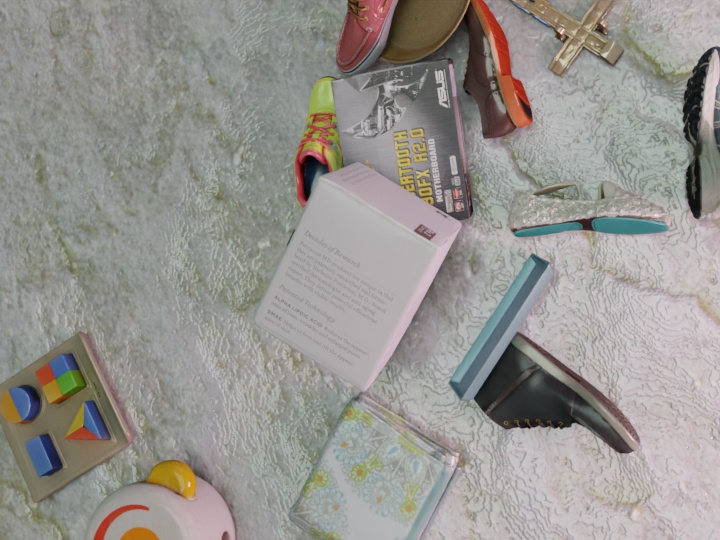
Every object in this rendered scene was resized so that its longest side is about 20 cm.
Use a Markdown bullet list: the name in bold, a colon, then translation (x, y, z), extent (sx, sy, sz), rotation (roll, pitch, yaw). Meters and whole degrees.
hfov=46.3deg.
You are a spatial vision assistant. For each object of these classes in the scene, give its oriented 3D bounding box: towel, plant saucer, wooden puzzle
- **towel**: translation (0.019, 0.285, 1.100), extent (0.170, 0.048, 0.202), rotation (30, 95, 20)
- **plant saucer**: translation (0.178, 0.073, 1.059), extent (0.019, 0.070, 0.202), rotation (32, 96, -12)
- **wooden puzzle**: translation (-0.454, 0.218, 1.245), extent (0.198, 0.046, 0.187), rotation (-33, 78, 12)
- **plant saucer**: translation (0.072, -0.372, 1.112), extent (0.198, 0.035, 0.204), rotation (-2, 87, 37)

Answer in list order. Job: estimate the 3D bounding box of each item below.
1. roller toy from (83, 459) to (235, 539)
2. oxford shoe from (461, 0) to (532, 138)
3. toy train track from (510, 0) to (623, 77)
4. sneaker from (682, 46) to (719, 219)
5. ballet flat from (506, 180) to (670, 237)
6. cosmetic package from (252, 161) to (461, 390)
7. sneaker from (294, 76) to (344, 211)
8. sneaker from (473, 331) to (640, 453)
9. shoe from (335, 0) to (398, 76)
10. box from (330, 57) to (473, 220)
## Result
- **roller toy**: translation (-0.270, 0.371, 1.129), extent (0.199, 0.140, 0.184), rotation (-34, 78, 11)
- **oxford shoe**: translation (0.156, -0.269, 1.087), extent (0.072, 0.071, 0.203), rotation (-23, 73, 28)
- **toy train track**: translation (0.249, -0.329, 1.081), extent (0.199, 0.032, 0.115), rotation (38, 97, 17)
- **sneaker**: translation (0.435, -0.163, 1.002), extent (0.085, 0.078, 0.204), rotation (-1, 93, 4)
- **ballet flat**: translation (0.278, -0.079, 1.035), extent (0.196, 0.072, 0.073), rotation (-1, 86, 15)
- **cosmetic package**: translation (0.000, 0.000, 1.031), extent (0.163, 0.165, 0.202), rotation (30, 109, 7)
- **sneaker**: translation (-0.050, -0.165, 1.129), extent (0.077, 0.090, 0.204), rotation (1, 85, 18)
- **sneaker**: translation (0.238, 0.177, 1.033), extent (0.199, 0.075, 0.107), rotation (40, 102, 25)
- **shoe**: translation (0.003, -0.353, 1.085), extent (0.071, 0.090, 0.202), rotation (40, 112, 30)
- **box**: translation (0.055, -0.159, 1.089), extent (0.156, 0.048, 0.204), rotation (-6, 102, 15)
